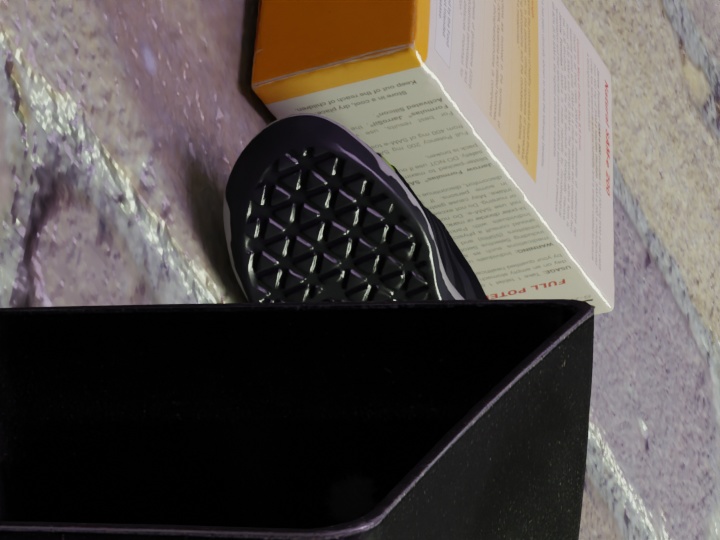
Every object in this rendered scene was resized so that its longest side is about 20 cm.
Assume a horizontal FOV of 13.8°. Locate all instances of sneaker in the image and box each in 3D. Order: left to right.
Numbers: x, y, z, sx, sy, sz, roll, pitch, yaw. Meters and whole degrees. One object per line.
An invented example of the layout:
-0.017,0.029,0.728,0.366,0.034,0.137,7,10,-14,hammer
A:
0.000,0.000,1.124,0.200,0.072,0.083,54,8,-45,sneaker

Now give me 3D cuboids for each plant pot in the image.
-0.051,0.117,0.778,0.200,0.199,0.178,-38,125,-65,plant pot

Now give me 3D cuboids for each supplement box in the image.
0.034,-0.076,1.201,0.200,0.073,0.126,49,35,-48,supplement box
